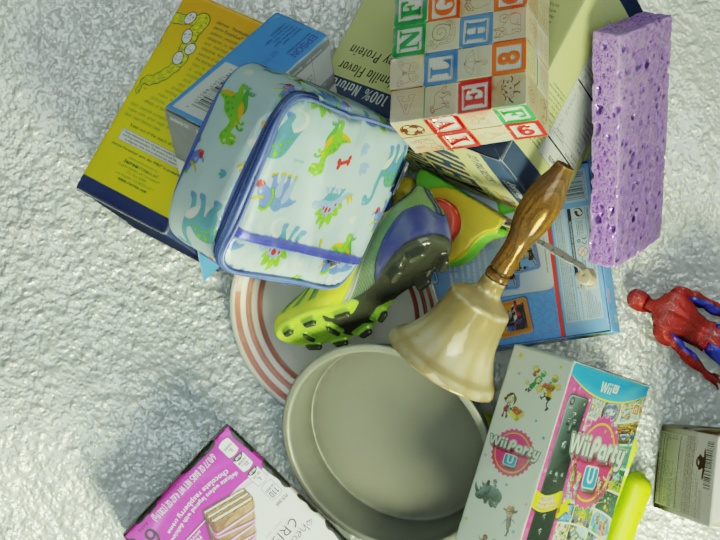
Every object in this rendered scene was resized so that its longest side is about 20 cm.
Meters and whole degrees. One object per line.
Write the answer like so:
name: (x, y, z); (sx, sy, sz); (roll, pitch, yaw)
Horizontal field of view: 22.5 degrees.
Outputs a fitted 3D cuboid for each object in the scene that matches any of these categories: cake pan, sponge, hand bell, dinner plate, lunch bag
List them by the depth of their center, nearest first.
lunch bag: (-0.054, -0.067, 1.431); (0.082, 0.200, 0.161); (31, 98, 30)
hand bell: (0.116, -0.003, 1.488); (0.104, 0.104, 0.201); (30, 105, -2)
sponge: (0.227, -0.111, 1.529); (0.030, 0.111, 0.201); (10, 111, 28)
cake pan: (0.028, 0.149, 1.574); (0.199, 0.037, 0.201); (10, 117, 21)
dinner plate: (-0.021, 0.039, 1.602); (0.199, 0.024, 0.201); (5, 106, 20)

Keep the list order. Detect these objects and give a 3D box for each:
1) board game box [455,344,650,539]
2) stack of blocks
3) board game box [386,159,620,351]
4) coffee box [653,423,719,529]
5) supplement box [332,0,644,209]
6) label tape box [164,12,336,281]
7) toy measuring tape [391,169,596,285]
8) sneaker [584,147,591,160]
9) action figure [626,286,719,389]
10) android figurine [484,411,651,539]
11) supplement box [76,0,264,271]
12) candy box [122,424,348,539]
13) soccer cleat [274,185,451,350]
board game box: (0.162, 0.175, 1.537); (0.064, 0.147, 0.201); (14, 87, 36)
stack of blocks: (0.090, -0.203, 1.458); (0.115, 0.059, 0.201); (-6, 67, 23)
board game box: (0.120, -0.005, 1.598); (0.199, 0.037, 0.152); (-9, 82, 19)
coffee box: (0.333, 0.179, 1.561); (0.114, 0.200, 0.080); (6, 87, -3)
supplement box: (0.107, -0.182, 1.556); (0.199, 0.134, 0.200); (23, 80, 31)
label tape box: (-0.080, -0.091, 1.513); (0.063, 0.201, 0.144); (26, 55, 29)
toy measuring tape: (0.104, -0.018, 1.550); (0.200, 0.074, 0.074); (32, 85, 21)
sneaker: (0.185, -0.037, 1.637); (0.088, 0.074, 0.201); (27, 88, 17)
action figure: (0.332, 0.069, 1.645); (0.199, 0.052, 0.066); (29, 80, 3)
android figurine: (0.173, 0.185, 1.630); (0.181, 0.041, 0.201); (19, 86, -2)
supplement box: (-0.136, -0.121, 1.576); (0.109, 0.109, 0.201); (26, 84, 28)
candy box: (-0.093, 0.253, 1.598); (0.200, 0.061, 0.136); (43, 84, -1)
soccer cleat: (0.001, 0.000, 1.547); (0.065, 0.200, 0.084); (20, 47, -40)
